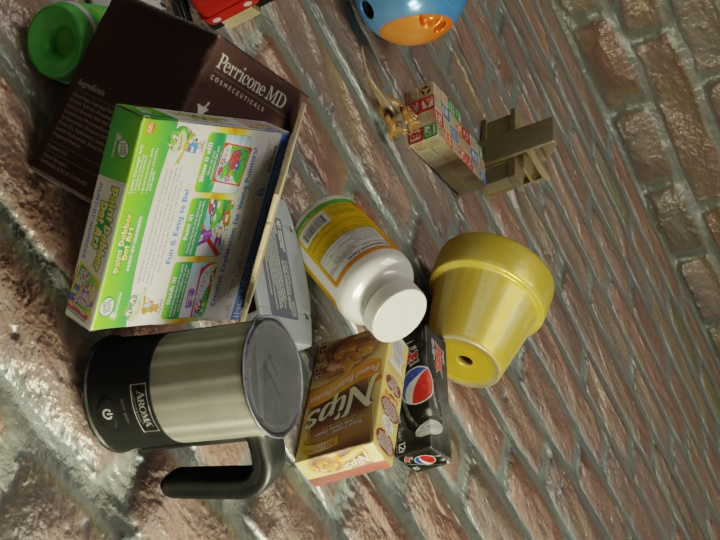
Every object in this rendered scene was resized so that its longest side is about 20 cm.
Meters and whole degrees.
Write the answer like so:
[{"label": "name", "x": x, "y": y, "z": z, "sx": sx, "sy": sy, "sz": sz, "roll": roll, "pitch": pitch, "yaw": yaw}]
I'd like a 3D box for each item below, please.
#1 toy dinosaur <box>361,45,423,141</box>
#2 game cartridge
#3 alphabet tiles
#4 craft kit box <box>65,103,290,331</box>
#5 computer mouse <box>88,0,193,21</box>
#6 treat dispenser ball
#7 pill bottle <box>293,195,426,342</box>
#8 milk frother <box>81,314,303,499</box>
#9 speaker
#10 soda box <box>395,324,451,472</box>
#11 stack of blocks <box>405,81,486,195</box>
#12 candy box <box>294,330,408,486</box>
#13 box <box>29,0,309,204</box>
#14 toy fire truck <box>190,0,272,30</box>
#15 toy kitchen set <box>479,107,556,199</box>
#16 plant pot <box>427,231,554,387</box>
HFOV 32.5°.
[{"label": "toy dinosaur", "x": 0.046, "y": -0.274, "z": 2.066, "sx": 0.107, "sy": 0.060, "sz": 0.200, "roll": 59, "pitch": 10, "yaw": 33}, {"label": "game cartridge", "x": -0.115, "y": 0.000, "z": 1.562, "sx": 0.133, "sy": 0.041, "sz": 0.202, "roll": 21, "pitch": 55, "yaw": -64}, {"label": "alphabet tiles", "x": -0.092, "y": -0.044, "z": 1.240, "sx": 0.168, "sy": 0.007, "sz": 0.201, "roll": -80, "pitch": -173, "yaw": -52}, {"label": "craft kit box", "x": -0.168, "y": -0.047, "z": 1.161, "sx": 0.197, "sy": 0.048, "sz": 0.202, "roll": -3, "pitch": 114, "yaw": -55}, {"label": "computer mouse", "x": -0.250, "y": -0.313, "z": 1.480, "sx": 0.199, "sy": 0.043, "sz": 0.111, "roll": -1, "pitch": 75, "yaw": -64}, {"label": "treat dispenser ball", "x": 0.084, "y": -0.482, "z": 2.088, "sx": 0.201, "sy": 0.199, "sz": 0.203, "roll": 43, "pitch": 38, "yaw": -46}, {"label": "pill bottle", "x": 0.000, "y": 0.000, "z": 1.607, "sx": 0.111, "sy": 0.111, "sz": 0.200, "roll": 38, "pitch": 8, "yaw": -49}, {"label": "milk frother", "x": -0.142, "y": 0.113, "z": 1.246, "sx": 0.201, "sy": 0.186, "sz": 0.182, "roll": -64, "pitch": 140, "yaw": -51}, {"label": "speaker", "x": -0.271, "y": -0.244, "z": 1.347, "sx": 0.200, "sy": 0.088, "sz": 0.089, "roll": -15, "pitch": 87, "yaw": -65}, {"label": "soda box", "x": 0.089, "y": 0.187, "z": 1.821, "sx": 0.071, "sy": 0.063, "sz": 0.202, "roll": 41, "pitch": 38, "yaw": -47}, {"label": "stack of blocks", "x": 0.156, "y": -0.236, "z": 2.238, "sx": 0.200, "sy": 0.058, "sz": 0.116, "roll": 39, "pitch": 40, "yaw": -49}, {"label": "candy box", "x": -0.009, "y": 0.169, "z": 1.573, "sx": 0.055, "sy": 0.114, "sz": 0.201, "roll": 53, "pitch": 31, "yaw": -32}, {"label": "box", "x": -0.192, "y": -0.140, "z": 1.251, "sx": 0.165, "sy": 0.163, "sz": 0.202, "roll": 26, "pitch": 91, "yaw": -55}, {"label": "toy fire truck", "x": -0.189, "y": -0.417, "z": 1.530, "sx": 0.200, "sy": 0.127, "sz": 0.178, "roll": 16, "pitch": 54, "yaw": -69}, {"label": "toy kitchen set", "x": 0.349, "y": -0.207, "z": 2.492, "sx": 0.181, "sy": 0.162, "sz": 0.202, "roll": 51, "pitch": 33, "yaw": -37}, {"label": "plant pot", "x": 0.191, "y": 0.074, "z": 1.976, "sx": 0.201, "sy": 0.199, "sz": 0.190, "roll": 53, "pitch": 47, "yaw": -34}]
